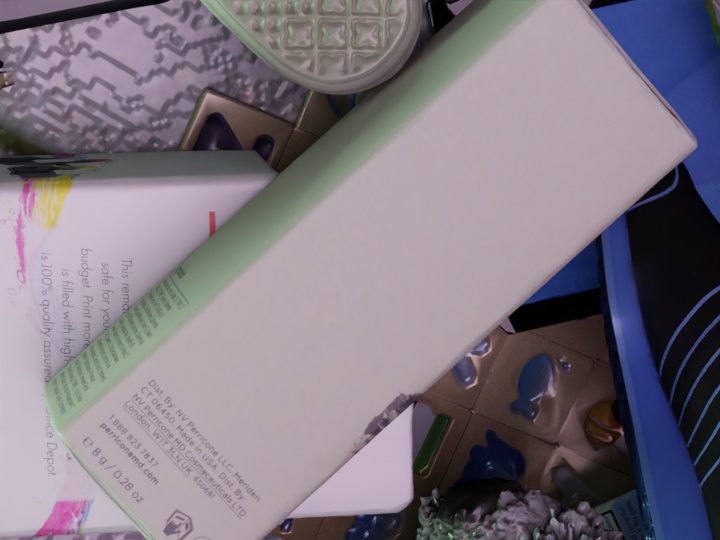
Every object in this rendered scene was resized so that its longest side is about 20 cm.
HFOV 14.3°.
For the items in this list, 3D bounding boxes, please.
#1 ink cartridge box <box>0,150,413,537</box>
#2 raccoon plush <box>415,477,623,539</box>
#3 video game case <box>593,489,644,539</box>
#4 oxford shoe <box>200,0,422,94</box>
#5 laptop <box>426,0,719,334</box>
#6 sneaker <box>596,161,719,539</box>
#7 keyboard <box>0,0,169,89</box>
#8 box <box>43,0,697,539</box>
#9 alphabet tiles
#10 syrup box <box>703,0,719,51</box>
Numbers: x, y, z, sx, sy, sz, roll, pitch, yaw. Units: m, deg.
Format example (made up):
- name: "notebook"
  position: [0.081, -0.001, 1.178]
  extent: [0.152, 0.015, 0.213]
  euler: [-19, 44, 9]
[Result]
- name: "ink cartridge box"
  position: [-0.086, 0.022, 0.930]
  extent: [0.199, 0.068, 0.115]
  euler: [-2, 100, -9]
- name: "raccoon plush"
  position: [0.056, 0.150, 0.883]
  extent: [0.200, 0.134, 0.097]
  euler: [19, 141, 20]
- name: "video game case"
  position: [0.121, 0.165, 0.951]
  extent: [0.182, 0.022, 0.200]
  euler: [-24, 64, 2]
- name: "oxford shoe"
  position: [-0.053, -0.133, 0.903]
  extent: [0.075, 0.058, 0.200]
  euler: [-42, 82, 6]
- name: "laptop"
  position: [0.118, -0.089, 0.932]
  extent: [0.177, 0.200, 0.103]
  euler: [-13, 60, -10]
- name: "sneaker"
  position: [0.120, 0.040, 0.890]
  extent: [0.078, 0.200, 0.070]
  euler: [-9, 148, 2]
- name: "keyboard"
  position: [-0.150, -0.092, 0.914]
  extent: [0.199, 0.040, 0.104]
  euler: [-12, 103, -8]
- name: "box"
  position: [0.000, 0.000, 0.865]
  extent: [0.200, 0.082, 0.068]
  euler: [-41, 102, 0]
- name: "alphabet tiles"
  position: [0.016, 0.021, 0.989]
  extent: [0.200, 0.006, 0.167]
  euler: [23, 96, -15]
- name: "syrup box"
  position: [0.185, -0.017, 0.945]
  extent: [0.081, 0.079, 0.200]
  euler: [-25, 126, -3]
